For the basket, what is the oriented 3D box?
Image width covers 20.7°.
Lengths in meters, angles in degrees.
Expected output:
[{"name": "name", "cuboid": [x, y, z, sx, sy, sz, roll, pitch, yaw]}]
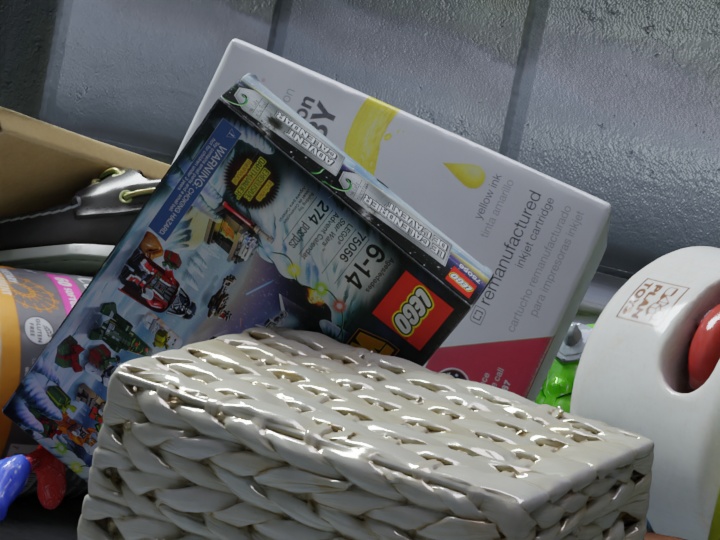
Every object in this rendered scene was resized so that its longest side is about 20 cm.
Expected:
[{"name": "basket", "cuboid": [0.000, 0.106, 0.750, 0.199, 0.124, 0.135, 15, 14, 29]}]

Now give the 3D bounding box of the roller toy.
[{"name": "roller toy", "cuboid": [0.219, 0.080, 1.157, 0.182, 0.202, 0.139, -2, 12, -40]}]

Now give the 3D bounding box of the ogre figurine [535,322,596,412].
[{"name": "ogre figurine", "cuboid": [0.151, 0.091, 1.267, 0.199, 0.121, 0.098, 6, 8, -44]}]

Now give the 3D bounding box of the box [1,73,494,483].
[{"name": "box", "cuboid": [-0.054, 0.033, 0.864, 0.137, 0.200, 0.040, 38, 29, 1]}]

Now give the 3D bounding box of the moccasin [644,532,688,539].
[{"name": "moccasin", "cuboid": [0.091, 0.142, 0.885, 0.077, 0.074, 0.201, 6, 7, -41]}]

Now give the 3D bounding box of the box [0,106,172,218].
[{"name": "box", "cuboid": [-0.198, -0.024, 1.086, 0.163, 0.021, 0.200, -31, -21, 20]}]

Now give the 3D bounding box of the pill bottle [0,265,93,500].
[{"name": "pill bottle", "cuboid": [-0.133, 0.062, 1.022, 0.199, 0.117, 0.116, 7, 7, -34]}]

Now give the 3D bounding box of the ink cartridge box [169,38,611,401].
[{"name": "ink cartridge box", "cuboid": [0.000, 0.000, 0.935, 0.199, 0.146, 0.083, 25, -7, 10]}]

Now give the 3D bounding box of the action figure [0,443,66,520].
[{"name": "action figure", "cuboid": [-0.180, 0.108, 0.828, 0.065, 0.052, 0.200, 8, 5, 10]}]

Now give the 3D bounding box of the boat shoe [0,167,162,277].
[{"name": "boat shoe", "cuboid": [-0.112, -0.024, 1.050, 0.200, 0.061, 0.072, -4, -18, 0]}]

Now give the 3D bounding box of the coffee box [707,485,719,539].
[{"name": "coffee box", "cuboid": [0.297, 0.116, 0.912, 0.199, 0.201, 0.197, 17, 9, 42]}]
